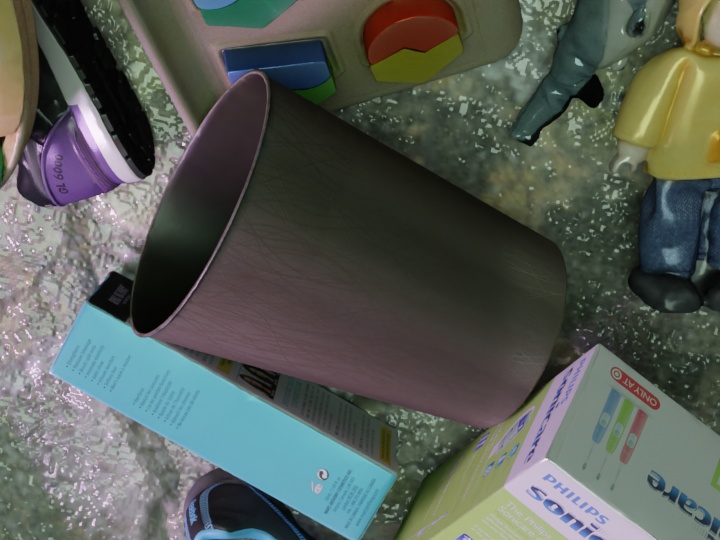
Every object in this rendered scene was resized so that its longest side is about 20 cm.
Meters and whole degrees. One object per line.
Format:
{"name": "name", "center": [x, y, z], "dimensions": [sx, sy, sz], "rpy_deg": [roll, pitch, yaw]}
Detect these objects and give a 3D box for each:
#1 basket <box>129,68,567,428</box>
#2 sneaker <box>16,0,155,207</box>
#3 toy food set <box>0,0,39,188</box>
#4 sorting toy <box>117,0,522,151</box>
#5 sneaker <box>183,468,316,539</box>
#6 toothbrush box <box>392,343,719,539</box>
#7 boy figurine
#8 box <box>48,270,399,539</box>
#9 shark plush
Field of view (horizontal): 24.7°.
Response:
{"name": "basket", "center": [0.000, 0.000, 0.886], "dimensions": [0.198, 0.180, 0.137], "rpy_deg": [21, 57, -19]}
{"name": "sneaker", "center": [-0.195, -0.125, 0.903], "dimensions": [0.087, 0.076, 0.202], "rpy_deg": [-19, 109, 14]}
{"name": "toy food set", "center": [-0.231, -0.126, 0.868], "dimensions": [0.201, 0.048, 0.198], "rpy_deg": [56, 141, 19]}
{"name": "sorting toy", "center": [-0.016, -0.140, 0.864], "dimensions": [0.198, 0.186, 0.037], "rpy_deg": [-20, 57, 3]}
{"name": "sneaker", "center": [-0.025, 0.199, 0.969], "dimensions": [0.199, 0.082, 0.074], "rpy_deg": [34, 98, -7]}
{"name": "toothbrush box", "center": [0.119, 0.151, 0.901], "dimensions": [0.145, 0.086, 0.200], "rpy_deg": [36, 142, -5]}
{"name": "boy figurine", "center": [0.201, -0.080, 0.910], "dimensions": [0.123, 0.065, 0.202], "rpy_deg": [3, 108, -9]}
{"name": "box", "center": [-0.074, 0.076, 0.945], "dimensions": [0.199, 0.082, 0.049], "rpy_deg": [29, 101, -4]}
{"name": "shark plush", "center": [0.137, -0.166, 0.920], "dimensions": [0.083, 0.091, 0.201], "rpy_deg": [30, 122, 15]}
